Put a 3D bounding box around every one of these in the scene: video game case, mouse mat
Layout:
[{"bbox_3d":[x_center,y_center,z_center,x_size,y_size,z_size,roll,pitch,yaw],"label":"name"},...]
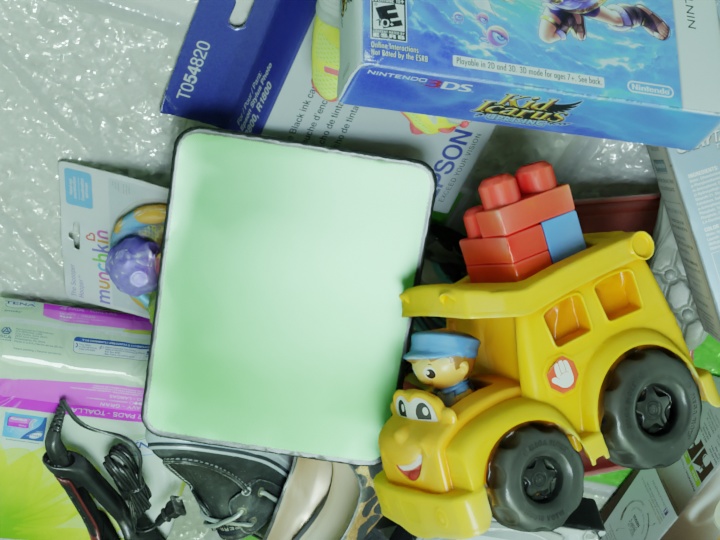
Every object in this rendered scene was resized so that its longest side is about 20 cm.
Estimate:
[{"bbox_3d":[0.088,-0.164,0.701,0.200,0.181,0.045,6,156,-16],"label":"video game case"},{"bbox_3d":[-0.046,0.019,0.819,0.161,0.008,0.200,9,104,-2],"label":"mouse mat"}]

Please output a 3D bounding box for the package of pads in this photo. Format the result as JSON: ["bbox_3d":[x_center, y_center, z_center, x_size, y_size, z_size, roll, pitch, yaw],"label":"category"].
[{"bbox_3d":[-0.195,0.115,0.964,0.154,0.068,0.200,8,129,-15],"label":"package of pads"}]

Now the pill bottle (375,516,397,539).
[{"bbox_3d":[0.072,0.205,1.061,0.200,0.113,0.113,-14,132,2],"label":"pill bottle"}]

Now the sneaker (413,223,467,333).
[{"bbox_3d":[0.000,0.000,0.896,0.200,0.078,0.086,28,124,-30],"label":"sneaker"}]

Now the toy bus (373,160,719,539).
[{"bbox_3d":[0.089,0.041,0.792,0.200,0.136,0.192,-24,101,-25],"label":"toy bus"}]

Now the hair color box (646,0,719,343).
[{"bbox_3d":[0.212,-0.059,0.800,0.061,0.099,0.200,-18,93,7],"label":"hair color box"}]

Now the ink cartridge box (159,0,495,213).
[{"bbox_3d":[0.003,-0.138,0.799,0.200,0.041,0.200,13,127,-20],"label":"ink cartridge box"}]

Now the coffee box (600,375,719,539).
[{"bbox_3d":[0.292,0.191,1.112,0.114,0.080,0.200,14,126,-21],"label":"coffee box"}]

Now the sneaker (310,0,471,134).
[{"bbox_3d":[0.063,-0.114,0.759,0.200,0.078,0.090,15,127,-10],"label":"sneaker"}]

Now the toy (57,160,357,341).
[{"bbox_3d":[-0.106,0.009,0.852,0.200,0.047,0.115,13,128,7],"label":"toy"}]

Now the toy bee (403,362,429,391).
[{"bbox_3d":[0.036,0.105,0.973,0.200,0.109,0.131,-8,125,53],"label":"toy bee"}]

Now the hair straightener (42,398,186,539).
[{"bbox_3d":[-0.163,0.160,0.943,0.077,0.041,0.200,-15,127,4],"label":"hair straightener"}]

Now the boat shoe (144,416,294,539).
[{"bbox_3d":[-0.079,0.152,0.923,0.072,0.071,0.200,-3,157,32],"label":"boat shoe"}]

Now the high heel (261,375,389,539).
[{"bbox_3d":[-0.043,0.163,0.875,0.143,0.071,0.200,-32,133,-32],"label":"high heel"}]

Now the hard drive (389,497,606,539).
[{"bbox_3d":[0.077,0.239,0.993,0.140,0.038,0.200,13,126,-19],"label":"hard drive"}]

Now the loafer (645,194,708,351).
[{"bbox_3d":[0.230,-0.044,0.887,0.070,0.070,0.200,21,100,11],"label":"loafer"}]

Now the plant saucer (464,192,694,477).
[{"bbox_3d":[0.145,0.045,0.917,0.200,0.037,0.200,-6,106,-28],"label":"plant saucer"}]
